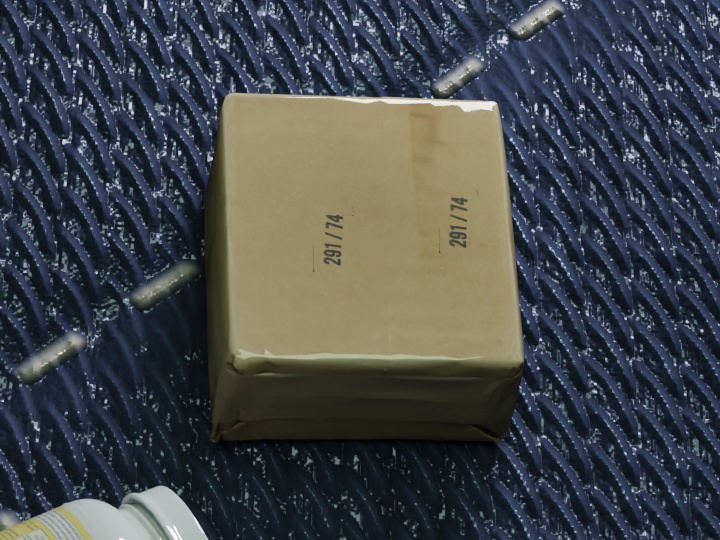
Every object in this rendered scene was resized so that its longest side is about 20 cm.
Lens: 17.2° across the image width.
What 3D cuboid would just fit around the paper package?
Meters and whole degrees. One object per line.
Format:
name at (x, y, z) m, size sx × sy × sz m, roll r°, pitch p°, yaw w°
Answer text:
paper package at (0.000, 0.000, 1.472) m, size 0.190 × 0.104 × 0.200 m, roll 1°, pitch 57°, yaw -10°

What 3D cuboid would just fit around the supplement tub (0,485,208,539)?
supplement tub at (-0.175, 0.210, 1.285) m, size 0.200 × 0.145 × 0.146 m, roll -22°, pitch 64°, yaw -20°
